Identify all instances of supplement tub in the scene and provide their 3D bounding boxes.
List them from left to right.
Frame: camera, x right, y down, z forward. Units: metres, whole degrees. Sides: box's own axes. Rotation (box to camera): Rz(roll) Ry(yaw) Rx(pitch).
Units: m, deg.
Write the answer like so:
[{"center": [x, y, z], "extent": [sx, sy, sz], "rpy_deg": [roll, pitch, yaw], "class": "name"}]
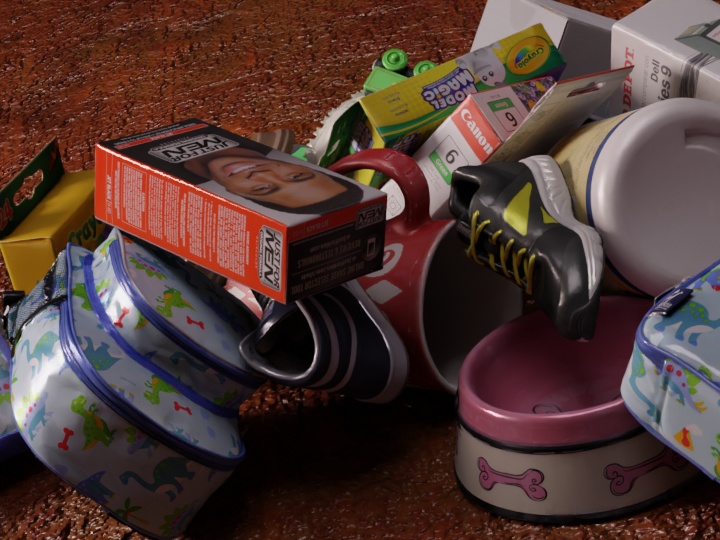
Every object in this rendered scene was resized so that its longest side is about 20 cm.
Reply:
[{"center": [0.207, -0.046, 1.581], "extent": [0.144, 0.145, 0.200], "rpy_deg": [-22, 3, -15], "class": "supplement tub"}]

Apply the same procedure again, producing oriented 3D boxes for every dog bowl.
[{"center": [0.154, 0.087, 1.471], "extent": [0.199, 0.074, 0.200], "rpy_deg": [-13, 26, 6], "class": "dog bowl"}]

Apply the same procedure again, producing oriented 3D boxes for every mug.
[{"center": [0.007, 0.004, 1.630], "extent": [0.199, 0.179, 0.133], "rpy_deg": [0, -6, 39], "class": "mug"}]

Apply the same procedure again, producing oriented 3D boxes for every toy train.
[{"center": [0.093, -0.129, 1.801], "extent": [0.199, 0.042, 0.057], "rpy_deg": [23, 62, 17], "class": "toy train"}]

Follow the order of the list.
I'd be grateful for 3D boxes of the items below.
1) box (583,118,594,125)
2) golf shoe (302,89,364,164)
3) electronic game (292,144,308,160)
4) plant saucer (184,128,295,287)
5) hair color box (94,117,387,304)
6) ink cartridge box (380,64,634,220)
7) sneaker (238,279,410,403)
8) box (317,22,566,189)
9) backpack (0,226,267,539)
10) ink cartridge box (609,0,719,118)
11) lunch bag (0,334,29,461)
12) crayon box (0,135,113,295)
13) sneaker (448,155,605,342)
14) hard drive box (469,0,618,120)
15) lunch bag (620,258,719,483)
[{"center": [0.156, -0.063, 1.810], "extent": [0.158, 0.049, 0.200], "rpy_deg": [-20, 26, -9], "class": "box"}, {"center": [0.048, -0.118, 1.846], "extent": [0.199, 0.079, 0.097], "rpy_deg": [-26, 32, -21], "class": "golf shoe"}, {"center": [-0.112, -0.067, 1.978], "extent": [0.199, 0.042, 0.200], "rpy_deg": [-12, 25, 6], "class": "electronic game"}, {"center": [-0.114, -0.033, 1.768], "extent": [0.029, 0.201, 0.200], "rpy_deg": [28, 25, -10], "class": "plant saucer"}, {"center": [-0.086, -0.045, 1.507], "extent": [0.199, 0.062, 0.101], "rpy_deg": [23, 30, 37], "class": "hair color box"}, {"center": [0.108, -0.104, 1.644], "extent": [0.109, 0.050, 0.200], "rpy_deg": [-17, -23, -48], "class": "ink cartridge box"}, {"center": [-0.056, 0.016, 1.528], "extent": [0.108, 0.070, 0.200], "rpy_deg": [9, 32, -49], "class": "sneaker"}, {"center": [0.057, -0.116, 1.687], "extent": [0.199, 0.049, 0.117], "rpy_deg": [-23, -19, -21], "class": "box"}, {"center": [-0.156, 0.075, 1.523], "extent": [0.147, 0.183, 0.200], "rpy_deg": [-47, 23, 19], "class": "backpack"}, {"center": [0.288, -0.109, 1.654], "extent": [0.084, 0.147, 0.200], "rpy_deg": [-31, 47, -30], "class": "ink cartridge box"}, {"center": [-0.357, 0.110, 1.668], "extent": [0.170, 0.128, 0.200], "rpy_deg": [-27, 40, -29], "class": "lunch bag"}, {"center": [-0.221, 0.008, 1.697], "extent": [0.051, 0.201, 0.127], "rpy_deg": [-4, 27, 22], "class": "crayon box"}, {"center": [0.112, -0.012, 1.493], "extent": [0.084, 0.075, 0.200], "rpy_deg": [-1, 30, -12], "class": "sneaker"}, {"center": [0.217, -0.173, 1.851], "extent": [0.199, 0.077, 0.156], "rpy_deg": [14, 12, -24], "class": "hard drive box"}, {"center": [0.277, 0.073, 1.348], "extent": [0.160, 0.083, 0.200], "rpy_deg": [-30, 53, -34], "class": "lunch bag"}]
